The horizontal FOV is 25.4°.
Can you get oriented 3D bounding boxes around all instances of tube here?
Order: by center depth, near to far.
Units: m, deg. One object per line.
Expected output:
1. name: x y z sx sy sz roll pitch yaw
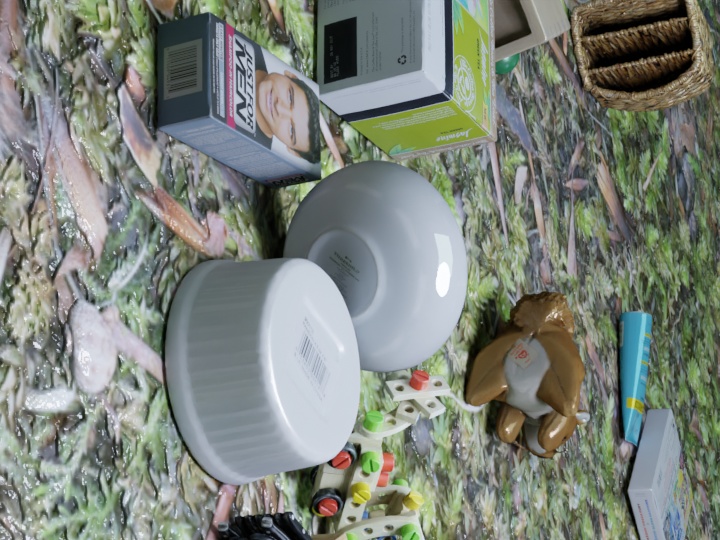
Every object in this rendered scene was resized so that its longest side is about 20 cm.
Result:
1. tube: 0.420 0.167 2.465 0.077 0.050 0.203 27 64 -58

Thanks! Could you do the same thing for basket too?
1. basket: 0.436 -0.338 2.481 0.149 0.198 0.144 39 49 -56

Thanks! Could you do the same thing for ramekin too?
1. ramekin: -0.079 0.084 1.411 0.200 0.097 0.203 30 56 -57

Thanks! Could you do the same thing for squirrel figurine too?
1. squirrel figurine: 0.229 0.133 1.986 0.187 0.140 0.202 55 38 -52

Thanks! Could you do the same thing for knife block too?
1. knife block: -0.065 0.305 1.406 0.175 0.063 0.203 -23 103 -63

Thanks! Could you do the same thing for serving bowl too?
1. serving bowl: 0.000 0.000 1.496 0.066 0.198 0.203 -12 93 -54

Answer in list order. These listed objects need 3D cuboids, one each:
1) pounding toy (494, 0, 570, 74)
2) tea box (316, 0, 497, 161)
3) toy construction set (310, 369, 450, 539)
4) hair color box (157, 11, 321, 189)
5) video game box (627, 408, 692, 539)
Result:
1. pounding toy: 0.147 -0.309 1.932 0.142 0.183 0.202 -35 104 -61
2. tea box: 0.053 -0.254 1.748 0.196 0.132 0.202 32 54 -58
3. toy construction set: 0.021 0.190 1.524 0.092 0.129 0.202 -111 -150 -65
4. hair color box: -0.108 -0.152 1.470 0.200 0.060 0.100 26 58 -60
5. video game box: 0.470 0.348 2.493 0.184 0.046 0.201 69 28 -26
